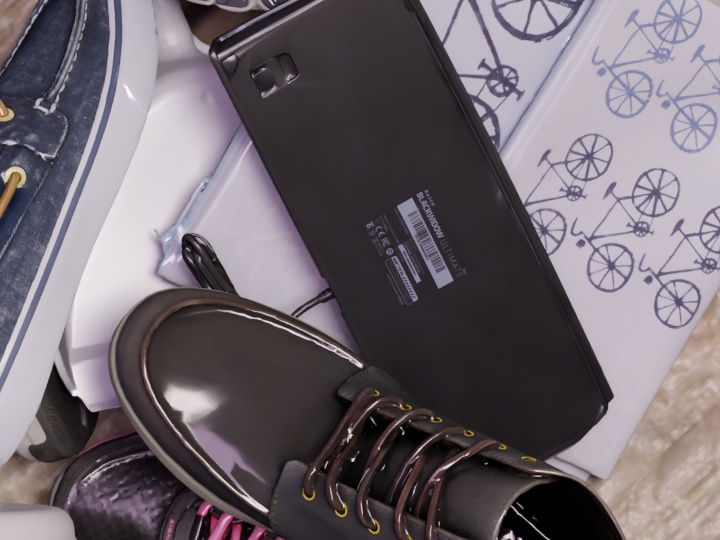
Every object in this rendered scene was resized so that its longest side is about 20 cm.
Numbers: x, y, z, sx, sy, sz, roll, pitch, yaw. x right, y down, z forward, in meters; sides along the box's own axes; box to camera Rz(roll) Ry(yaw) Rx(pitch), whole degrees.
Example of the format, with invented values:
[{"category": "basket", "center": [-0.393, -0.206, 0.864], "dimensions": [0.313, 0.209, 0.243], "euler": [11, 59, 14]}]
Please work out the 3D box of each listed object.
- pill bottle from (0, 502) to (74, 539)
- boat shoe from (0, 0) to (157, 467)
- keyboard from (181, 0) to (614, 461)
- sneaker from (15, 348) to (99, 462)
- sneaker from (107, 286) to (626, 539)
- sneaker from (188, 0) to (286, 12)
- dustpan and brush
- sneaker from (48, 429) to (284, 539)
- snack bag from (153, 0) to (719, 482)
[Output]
[{"category": "pill bottle", "center": [-0.153, 0.178, 0.926], "dimensions": [0.119, 0.120, 0.201], "euler": [1, 88, 1]}, {"category": "boat shoe", "center": [-0.137, -0.035, 0.985], "dimensions": [0.091, 0.071, 0.201], "euler": [29, 62, -29]}, {"category": "keyboard", "center": [0.000, 0.000, 1.019], "dimensions": [0.127, 0.021, 0.201], "euler": [-28, 108, -4]}, {"category": "sneaker", "center": [-0.186, -0.003, 1.071], "dimensions": [0.115, 0.076, 0.201], "euler": [-27, 94, 19]}, {"category": "sneaker", "center": [0.009, 0.062, 0.952], "dimensions": [0.199, 0.106, 0.075], "euler": [34, 72, -3]}, {"category": "sneaker", "center": [0.004, -0.134, 1.055], "dimensions": [0.199, 0.080, 0.078], "euler": [-4, 89, -4]}, {"category": "dustpan and brush", "center": [-0.064, -0.058, 1.067], "dimensions": [0.139, 0.057, 0.201], "euler": [-10, 94, -18]}, {"category": "sneaker", "center": [-0.021, 0.107, 1.041], "dimensions": [0.199, 0.095, 0.080], "euler": [15, 91, 2]}, {"category": "snack bag", "center": [0.051, -0.038, 1.034], "dimensions": [0.199, 0.021, 0.189], "euler": [27, 102, -18]}]
